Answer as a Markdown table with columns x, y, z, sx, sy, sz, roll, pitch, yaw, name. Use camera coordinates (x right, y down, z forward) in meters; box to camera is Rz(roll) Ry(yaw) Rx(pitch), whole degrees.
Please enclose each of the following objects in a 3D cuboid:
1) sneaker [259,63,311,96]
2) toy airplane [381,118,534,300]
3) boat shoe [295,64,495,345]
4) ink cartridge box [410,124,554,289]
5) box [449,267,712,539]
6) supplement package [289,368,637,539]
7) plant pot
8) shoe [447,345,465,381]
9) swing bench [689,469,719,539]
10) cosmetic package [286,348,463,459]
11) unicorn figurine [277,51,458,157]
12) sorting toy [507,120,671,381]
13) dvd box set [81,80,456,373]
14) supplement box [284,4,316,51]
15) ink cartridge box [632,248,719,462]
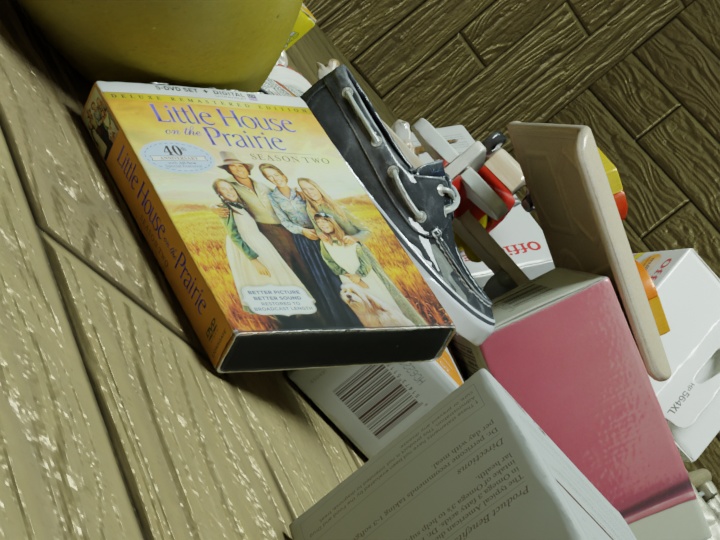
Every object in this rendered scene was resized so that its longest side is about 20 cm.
| x | y | z | sx | sy | sz | roll | pitch | yaw | name |
| --- | --- | --- | --- | --- | --- | --- | --- | --- | --- |
| -0.085 | -0.125 | 1.204 | 0.199 | 0.078 | 0.083 | 23 | 32 | -56 | sneaker |
| 0.068 | -0.046 | 1.203 | 0.199 | 0.141 | 0.201 | 37 | 16 | -32 | toy airplane |
| 0.032 | -0.044 | 0.963 | 0.201 | 0.068 | 0.072 | 51 | 8 | 2 | boat shoe |
| 0.071 | -0.034 | 1.365 | 0.201 | 0.145 | 0.083 | 59 | -32 | 39 | ink cartridge box |
| 0.151 | 0.112 | 1.064 | 0.128 | 0.108 | 0.202 | -157 | -136 | -81 | box |
| 0.065 | 0.157 | 0.582 | 0.117 | 0.117 | 0.200 | 47 | 9 | -29 | supplement package |
| -0.114 | -0.174 | 0.902 | 0.143 | 0.198 | 0.201 | 81 | -18 | -48 | plant pot |
| 0.078 | 0.139 | 1.026 | 0.070 | 0.053 | 0.201 | 75 | -10 | -53 | shoe |
| 0.286 | 0.275 | 1.242 | 0.200 | 0.129 | 0.200 | 55 | 9 | 21 | swing bench |
| -0.003 | 0.031 | 0.939 | 0.102 | 0.071 | 0.200 | 48 | 8 | -25 | cosmetic package |
| -0.031 | -0.136 | 1.341 | 0.074 | 0.198 | 0.138 | 106 | -27 | -49 | unicorn figurine |
| 0.172 | -0.023 | 1.098 | 0.200 | 0.036 | 0.187 | -133 | -157 | -79 | sorting toy |
| -0.052 | -0.028 | 0.811 | 0.145 | 0.030 | 0.201 | 1 | 43 | -37 | dvd box set |
| -0.151 | -0.282 | 1.371 | 0.201 | 0.109 | 0.109 | 54 | 8 | 21 | supplement box |
| 0.241 | 0.070 | 1.257 | 0.125 | 0.129 | 0.200 | 46 | -18 | -13 | ink cartridge box |
